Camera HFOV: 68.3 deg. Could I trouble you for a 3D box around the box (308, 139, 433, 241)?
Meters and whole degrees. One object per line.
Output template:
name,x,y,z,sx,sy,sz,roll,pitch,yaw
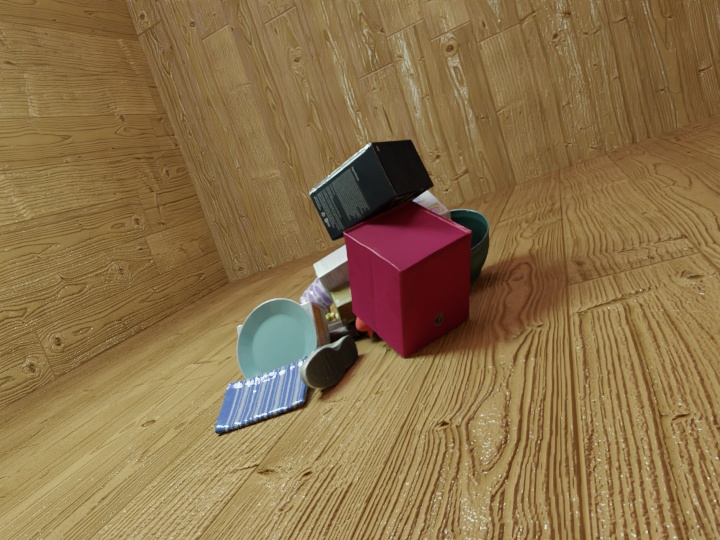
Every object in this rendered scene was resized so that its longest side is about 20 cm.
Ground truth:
box,0.027,-0.180,1.168,0.194,0.127,0.198,-33,-4,34

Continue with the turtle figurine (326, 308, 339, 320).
turtle figurine,-0.139,0.141,1.533,0.193,0.067,0.161,-21,9,4

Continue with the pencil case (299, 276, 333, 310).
pencil case,-0.073,0.036,1.400,0.200,0.085,0.085,-45,45,10

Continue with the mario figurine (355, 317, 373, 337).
mario figurine,0.084,0.112,1.235,0.192,0.126,0.108,-14,49,-7

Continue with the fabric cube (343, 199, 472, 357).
fabric cube,0.100,0.009,1.095,0.192,0.206,0.199,-25,38,-27

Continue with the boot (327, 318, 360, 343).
boot,-0.088,0.150,1.363,0.194,0.066,0.187,-24,22,1

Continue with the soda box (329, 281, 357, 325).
soda box,0.029,0.051,1.283,0.194,0.069,0.065,-24,43,-6

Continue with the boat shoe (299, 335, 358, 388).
boat shoe,-0.071,0.190,1.089,0.063,0.077,0.201,-22,4,26

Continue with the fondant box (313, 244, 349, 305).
fondant box,0.000,0.000,1.313,0.196,0.146,0.059,-30,41,0

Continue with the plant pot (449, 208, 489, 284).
plant pot,0.247,-0.043,1.381,0.193,0.137,0.203,-15,35,11

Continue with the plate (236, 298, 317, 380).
plate,-0.182,0.165,1.169,0.193,0.207,0.026,-19,-21,12

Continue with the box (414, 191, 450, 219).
box,0.143,-0.122,1.310,0.099,0.115,0.201,-24,35,-6

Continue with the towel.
towel,-0.196,0.249,1.073,0.194,0.024,0.146,-21,24,9

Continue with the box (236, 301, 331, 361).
box,-0.174,0.163,1.237,0.193,0.116,0.101,-20,-19,10
